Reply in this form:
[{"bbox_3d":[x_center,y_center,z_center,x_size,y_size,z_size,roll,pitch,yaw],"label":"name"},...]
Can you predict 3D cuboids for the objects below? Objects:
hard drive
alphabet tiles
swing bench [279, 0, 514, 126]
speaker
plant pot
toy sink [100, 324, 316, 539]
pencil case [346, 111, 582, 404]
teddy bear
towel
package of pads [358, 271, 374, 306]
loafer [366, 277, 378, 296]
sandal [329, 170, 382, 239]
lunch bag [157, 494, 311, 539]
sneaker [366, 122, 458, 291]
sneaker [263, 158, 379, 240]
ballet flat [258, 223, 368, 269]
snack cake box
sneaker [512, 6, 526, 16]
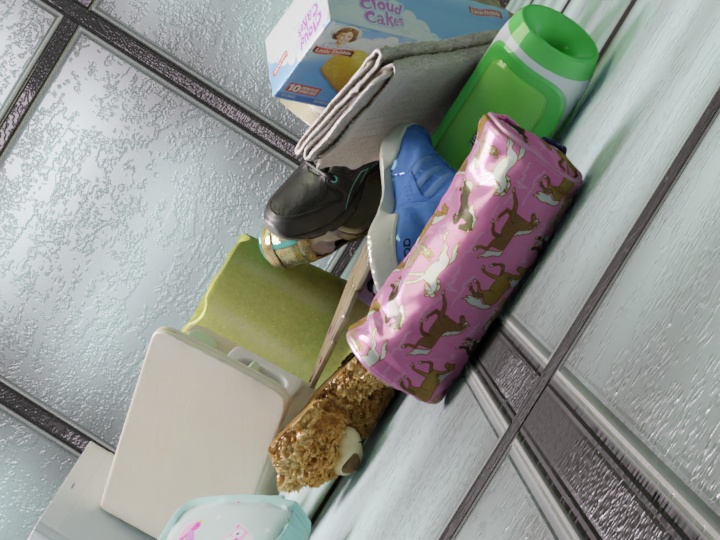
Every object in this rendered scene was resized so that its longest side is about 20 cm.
[{"bbox_3d":[-0.178,0.243,1.756,0.026,0.199,0.132,-57,3,33],"label":"hard drive"},{"bbox_3d":[0.000,0.000,1.716,0.167,0.006,0.201,116,177,-48],"label":"alphabet tiles"},{"bbox_3d":[0.061,-0.199,2.017,0.130,0.199,0.200,42,104,45],"label":"swing bench"},{"bbox_3d":[0.113,-0.117,1.647,0.201,0.088,0.089,-57,3,32],"label":"speaker"},{"bbox_3d":[-0.069,0.068,1.895,0.201,0.183,0.200,-58,4,6],"label":"plant pot"},{"bbox_3d":[-0.122,0.131,1.720,0.112,0.130,0.201,-48,-19,-57],"label":"toy sink"},{"bbox_3d":[0.069,-0.006,1.366,0.201,0.082,0.087,-59,4,14],"label":"pencil case"},{"bbox_3d":[-0.003,0.111,1.664,0.145,0.067,0.200,-47,1,22],"label":"teddy bear"},{"bbox_3d":[0.041,-0.140,1.654,0.199,0.035,0.133,-18,-23,-51],"label":"towel"},{"bbox_3d":[0.075,-0.056,1.801,0.201,0.075,0.121,-58,3,23],"label":"package of pads"},{"bbox_3d":[0.046,0.024,1.645,0.071,0.063,0.200,-23,4,5],"label":"loafer"},{"bbox_3d":[0.013,-0.107,1.845,0.201,0.080,0.057,-51,0,-38],"label":"sandal"},{"bbox_3d":[-0.124,0.264,1.475,0.200,0.122,0.171,-44,10,44],"label":"lunch bag"},{"bbox_3d":[0.071,-0.055,1.562,0.200,0.110,0.077,-78,-23,-58],"label":"sneaker"},{"bbox_3d":[-0.014,-0.108,1.760,0.200,0.075,0.080,-43,-37,-21],"label":"sneaker"},{"bbox_3d":[-0.014,-0.056,1.881,0.200,0.071,0.071,-33,-17,-46],"label":"ballet flat"},{"bbox_3d":[0.028,-0.197,1.811,0.115,0.198,0.068,-46,44,47],"label":"snack cake box"},{"bbox_3d":[0.136,-0.161,1.886,0.109,0.070,0.200,-54,-5,-21],"label":"sneaker"}]
